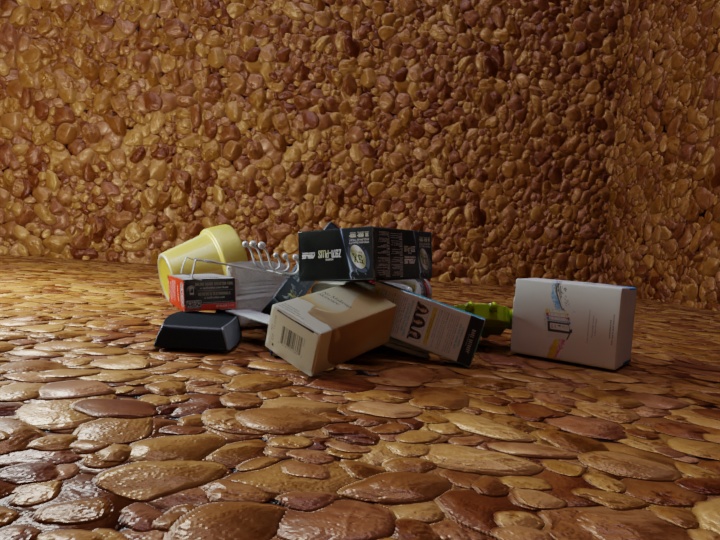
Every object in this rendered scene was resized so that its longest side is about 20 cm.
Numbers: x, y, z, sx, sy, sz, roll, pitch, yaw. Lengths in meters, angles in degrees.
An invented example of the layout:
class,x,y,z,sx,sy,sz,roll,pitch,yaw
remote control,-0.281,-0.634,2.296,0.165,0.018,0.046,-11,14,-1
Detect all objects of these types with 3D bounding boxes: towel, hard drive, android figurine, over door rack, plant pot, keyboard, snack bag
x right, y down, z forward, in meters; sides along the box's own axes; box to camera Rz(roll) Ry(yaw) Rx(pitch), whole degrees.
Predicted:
class,x,y,z,sx,sy,sz,roll,pitch,yaw
towel,-0.206,0.049,1.320,0.034,0.136,0.199,-11,-5,29
hard drive,-0.276,0.102,1.080,0.132,0.043,0.200,4,3,-5
android figurine,0.236,0.100,1.264,0.177,0.042,0.200,0,-19,5
over door rack,-0.225,-0.021,1.150,0.196,0.068,0.147,-2,3,-23
plant pot,-0.404,0.002,1.574,0.186,0.206,0.199,-16,13,-31
keyboard,-0.163,0.086,1.090,0.056,0.011,0.198,10,-1,-43
snack bag,0.026,0.112,1.146,0.196,0.022,0.189,18,2,-4

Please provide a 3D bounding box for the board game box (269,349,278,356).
class,x,y,z,sx,sy,sz,roll,pitch,yaw
board game box,-0.095,0.118,1.094,0.132,0.035,0.200,5,3,-10

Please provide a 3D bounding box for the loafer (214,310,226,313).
class,x,y,z,sx,sy,sz,roll,pitch,yaw
loafer,-0.272,0.073,1.347,0.071,0.073,0.200,4,3,1

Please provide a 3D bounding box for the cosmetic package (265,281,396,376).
class,x,y,z,sx,sy,sz,roll,pitch,yaw
cosmetic package,-0.041,0.084,0.962,0.104,0.073,0.198,26,23,29

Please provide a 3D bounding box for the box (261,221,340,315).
class,x,y,z,sx,sy,sz,roll,pitch,yaw
box,-0.117,0.012,1.248,0.051,0.202,0.158,37,-25,-6

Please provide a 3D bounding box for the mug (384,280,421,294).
class,x,y,z,sx,sy,sz,roll,pitch,yaw
mug,0.052,0.048,1.401,0.172,0.151,0.200,12,-23,-13

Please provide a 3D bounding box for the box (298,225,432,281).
class,x,y,z,sx,sy,sz,roll,pitch,yaw
box,0.012,-0.026,1.093,0.161,0.088,0.198,-2,-1,35

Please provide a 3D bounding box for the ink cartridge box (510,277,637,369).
class,x,y,z,sx,sy,sz,roll,pitch,yaw
ink cartridge box,0.407,0.095,1.189,0.197,0.148,0.146,6,3,35

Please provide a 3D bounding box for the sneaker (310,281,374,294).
class,x,y,z,sx,sy,sz,roll,pitch,yaw
sneaker,0.002,0.054,1.174,0.197,0.077,0.084,12,6,35

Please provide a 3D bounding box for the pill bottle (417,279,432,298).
class,x,y,z,sx,sy,sz,roll,pitch,yaw
pill bottle,0.124,0.065,1.683,0.111,0.117,0.199,5,3,23

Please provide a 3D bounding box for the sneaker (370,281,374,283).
class,x,y,z,sx,sy,sz,roll,pitch,yaw
sneaker,0.000,0.000,1.256,0.077,0.117,0.200,-19,47,-31

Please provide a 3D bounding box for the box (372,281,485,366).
class,x,y,z,sx,sy,sz,roll,pitch,yaw
box,0.108,0.088,1.058,0.196,0.084,0.049,20,4,12

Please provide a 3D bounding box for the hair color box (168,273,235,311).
class,x,y,z,sx,sy,sz,roll,pitch,yaw
hair color box,-0.317,0.041,1.226,0.099,0.063,0.199,-2,2,-24
